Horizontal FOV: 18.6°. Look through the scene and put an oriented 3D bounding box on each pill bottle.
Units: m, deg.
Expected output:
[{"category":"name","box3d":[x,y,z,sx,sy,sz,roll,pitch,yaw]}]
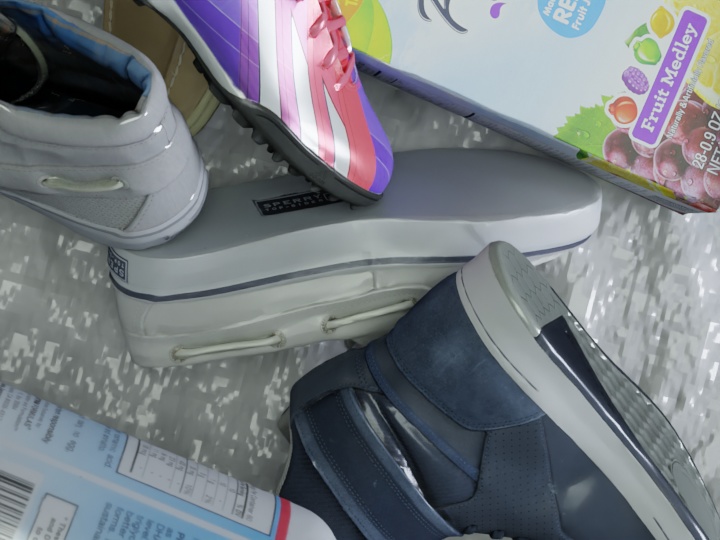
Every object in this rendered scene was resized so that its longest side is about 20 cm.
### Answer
[{"category":"pill bottle","box3d":[-0.077,0.121,0.794,0.199,0.109,0.109,23,88,-6]}]

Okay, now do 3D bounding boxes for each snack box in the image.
[{"category":"snack box","box3d":[0.080,-0.137,0.884,0.199,0.068,0.169,23,88,-3]}]

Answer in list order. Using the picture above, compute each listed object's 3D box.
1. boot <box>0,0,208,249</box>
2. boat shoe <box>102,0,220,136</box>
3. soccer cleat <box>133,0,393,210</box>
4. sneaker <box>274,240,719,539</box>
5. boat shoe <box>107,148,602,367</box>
[{"category":"boot","box3d":[-0.152,-0.076,0.822,0.199,0.096,0.074,17,65,14]},{"category":"boat shoe","box3d":[-0.077,-0.148,0.847,0.065,0.072,0.201,-3,109,-48]},{"category":"soccer cleat","box3d":[-0.038,-0.103,0.805,0.073,0.068,0.200,-39,120,6]},{"category":"sneaker","box3d":[0.054,0.097,0.880,0.146,0.077,0.202,-35,116,15]},{"category":"boat shoe","box3d":[0.000,0.000,0.878,0.199,0.072,0.066,-11,120,-15]}]
